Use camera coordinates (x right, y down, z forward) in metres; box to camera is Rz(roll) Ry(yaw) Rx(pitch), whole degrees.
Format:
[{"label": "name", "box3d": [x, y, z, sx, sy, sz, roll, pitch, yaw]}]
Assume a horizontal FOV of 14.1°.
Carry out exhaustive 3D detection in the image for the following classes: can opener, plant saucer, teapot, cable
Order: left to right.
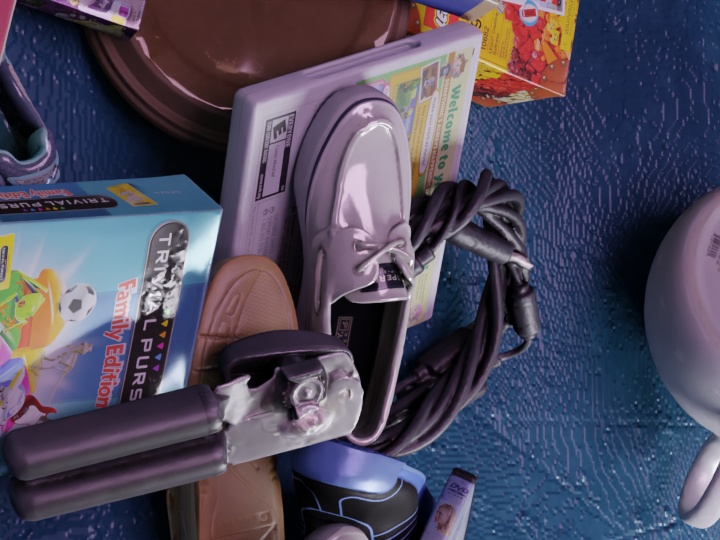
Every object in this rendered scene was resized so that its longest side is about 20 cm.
[{"label": "can opener", "box3d": [-0.095, 0.079, 1.551, 0.199, 0.067, 0.054, -13, 122, -14]}, {"label": "plant saucer", "box3d": [-0.063, -0.165, 1.658, 0.199, 0.029, 0.201, 3, 79, -16]}, {"label": "cable", "box3d": [0.035, 0.029, 1.722, 0.200, 0.051, 0.164, -25, 133, -35]}, {"label": "teapot", "box3d": [0.265, 0.046, 1.906, 0.199, 0.146, 0.198, -17, 68, -24]}]

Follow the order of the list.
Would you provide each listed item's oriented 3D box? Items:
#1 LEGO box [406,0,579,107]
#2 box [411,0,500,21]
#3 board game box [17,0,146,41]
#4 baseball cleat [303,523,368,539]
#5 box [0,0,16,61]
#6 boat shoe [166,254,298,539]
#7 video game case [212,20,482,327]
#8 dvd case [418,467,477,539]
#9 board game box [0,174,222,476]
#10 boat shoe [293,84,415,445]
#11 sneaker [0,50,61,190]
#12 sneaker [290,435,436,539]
[{"label": "LEGO box", "box3d": [0.064, -0.219, 1.789, 0.149, 0.077, 0.201, 19, 74, -38]}, {"label": "box", "box3d": [-0.008, -0.223, 1.647, 0.199, 0.032, 0.122, 13, 63, -35]}, {"label": "board game box", "box3d": [-0.157, -0.240, 1.610, 0.119, 0.032, 0.201, 16, 75, -13]}, {"label": "baseball cleat", "box3d": [-0.060, 0.220, 1.614, 0.070, 0.106, 0.201, 14, 101, -42]}, {"label": "box", "box3d": [-0.248, -0.138, 1.438, 0.109, 0.128, 0.201, 39, 40, -32]}, {"label": "boat shoe", "box3d": [-0.081, 0.086, 1.628, 0.073, 0.069, 0.201, -2, 102, -31]}, {"label": "video game case", "box3d": [-0.013, -0.034, 1.679, 0.182, 0.022, 0.201, -20, 131, -40]}, {"label": "dvd case", "box3d": [0.017, 0.227, 1.688, 0.017, 0.143, 0.201, 22, 65, 9]}, {"label": "board game box", "box3d": [-0.179, 0.032, 1.521, 0.199, 0.047, 0.152, -5, 119, -34]}, {"label": "boat shoe", "box3d": [0.000, 0.000, 1.619, 0.072, 0.066, 0.201, 1, 107, -32]}, {"label": "sneaker", "box3d": [-0.195, -0.040, 1.542, 0.078, 0.086, 0.201, -35, 112, -38]}, {"label": "sneaker", "box3d": [-0.001, 0.148, 1.660, 0.200, 0.070, 0.078, 49, 58, -69]}]
